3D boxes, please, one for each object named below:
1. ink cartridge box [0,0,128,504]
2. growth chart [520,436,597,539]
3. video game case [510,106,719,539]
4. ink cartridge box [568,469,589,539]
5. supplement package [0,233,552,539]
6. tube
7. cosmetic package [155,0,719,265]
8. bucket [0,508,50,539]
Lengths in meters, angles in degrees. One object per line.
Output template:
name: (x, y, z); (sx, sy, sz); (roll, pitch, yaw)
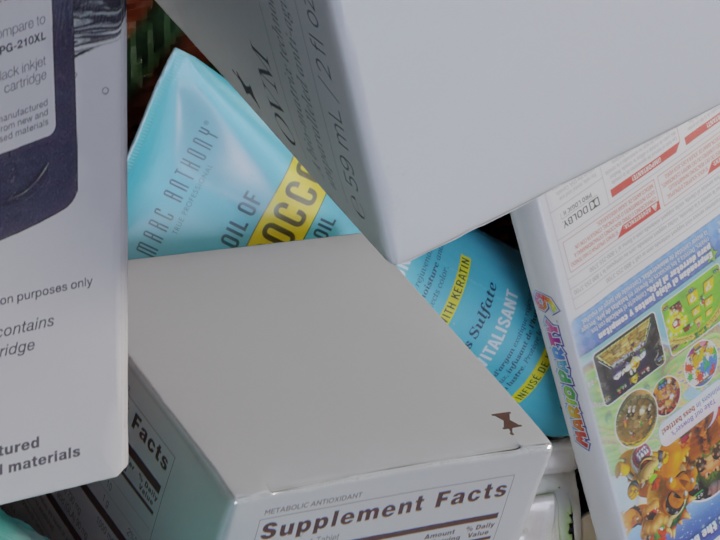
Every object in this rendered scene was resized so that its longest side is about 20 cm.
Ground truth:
ink cartridge box: (-0.120, -0.061, 0.645); (0.084, 0.145, 0.201); (-12, 117, -30)
growth chart: (0.023, 0.148, 0.962); (0.144, 0.018, 0.201); (2, 111, -18)
video game case: (0.116, -0.004, 0.923); (0.143, 0.018, 0.201); (-33, 121, -30)
ink cartridge box: (0.136, 0.053, 1.010); (0.119, 0.042, 0.201); (10, 104, -39)
supplement package: (-0.040, 0.104, 0.833); (0.113, 0.110, 0.201); (-6, 128, -34)
tube: (0.000, 0.000, 0.883); (0.200, 0.050, 0.078); (23, 91, -36)
cosmetic package: (-0.007, -0.148, 0.653); (0.123, 0.200, 0.200); (-26, 132, -13)
bucket: (-0.130, 0.152, 0.680); (0.206, 0.135, 0.208); (-1, 99, -6)
